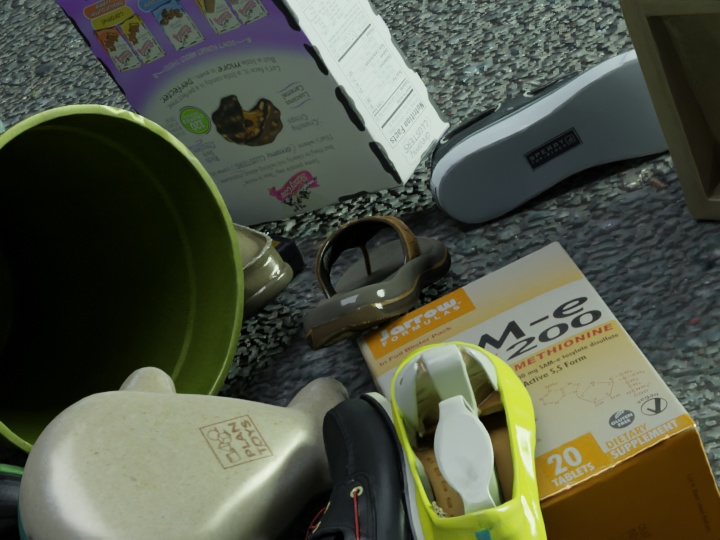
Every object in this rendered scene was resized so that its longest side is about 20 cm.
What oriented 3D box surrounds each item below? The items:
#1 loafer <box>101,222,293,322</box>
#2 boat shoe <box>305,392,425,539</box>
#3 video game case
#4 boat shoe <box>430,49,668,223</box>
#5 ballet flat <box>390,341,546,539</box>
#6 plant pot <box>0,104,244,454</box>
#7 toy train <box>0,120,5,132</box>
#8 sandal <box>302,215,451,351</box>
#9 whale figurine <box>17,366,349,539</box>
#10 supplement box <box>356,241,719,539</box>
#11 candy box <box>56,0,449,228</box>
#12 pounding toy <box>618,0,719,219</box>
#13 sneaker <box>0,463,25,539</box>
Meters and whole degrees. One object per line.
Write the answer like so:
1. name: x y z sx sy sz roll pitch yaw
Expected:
1. loafer: -0.125 -0.013 1.374 0.200 0.067 0.076 10 44 43
2. boat shoe: 0.002 0.133 1.084 0.063 0.074 0.201 -5 40 -7
3. video game case: -0.163 0.032 1.424 0.181 0.026 0.200 14 47 46
4. boat shoe: 0.132 -0.095 1.375 0.200 0.069 0.057 -24 30 5
5. ballet flat: 0.048 0.075 1.030 0.067 0.067 0.200 -19 33 5
6. plant pot: -0.205 0.014 1.291 0.193 0.200 0.200 -5 34 49
7. toy train: -0.280 -0.049 1.581 0.114 0.085 0.200 -47 38 -14
8. sandal: 0.000 0.000 1.271 0.082 0.055 0.200 -27 3 15
9. whale figurine: -0.084 0.123 1.175 0.200 0.104 0.159 -18 56 -30
10. supplement box: 0.088 0.080 1.128 0.126 0.074 0.200 -26 31 -3
11. candy box: -0.068 -0.132 1.409 0.168 0.200 0.072 -14 28 42
12. pounding toy: 0.265 -0.147 1.232 0.184 0.200 0.142 2 39 36
13. sneaker: -0.238 0.171 1.225 0.200 0.077 0.084 -27 35 16
